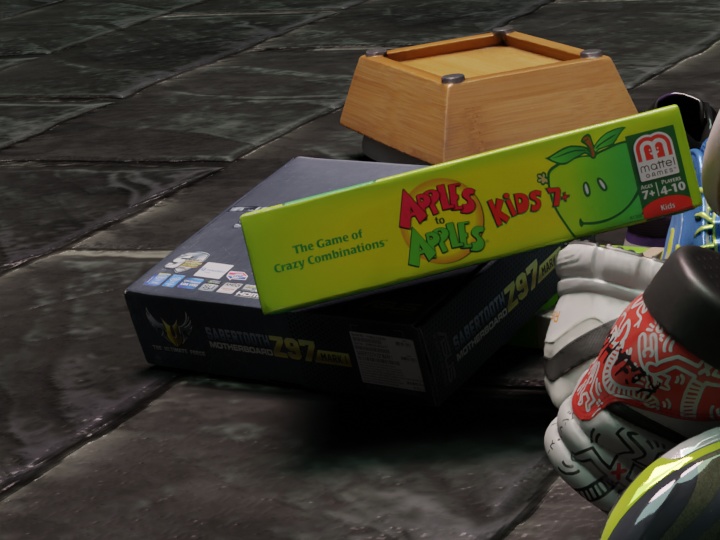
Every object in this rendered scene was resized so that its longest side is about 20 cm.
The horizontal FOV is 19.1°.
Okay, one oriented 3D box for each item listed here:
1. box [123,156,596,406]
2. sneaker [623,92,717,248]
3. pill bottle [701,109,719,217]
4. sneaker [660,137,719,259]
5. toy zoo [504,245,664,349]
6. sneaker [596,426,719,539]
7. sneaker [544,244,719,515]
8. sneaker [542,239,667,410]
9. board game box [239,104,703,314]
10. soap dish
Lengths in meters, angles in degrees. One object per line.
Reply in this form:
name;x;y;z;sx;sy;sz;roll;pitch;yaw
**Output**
box;0.000;0.000;1.120;0.199;0.051;0.158;7;33;38
sneaker;0.207;-0.069;1.288;0.075;0.088;0.200;-1;15;20
pill bottle;0.260;-0.026;0.940;0.200;0.116;0.116;36;35;27
sneaker;0.169;-0.009;1.043;0.075;0.106;0.200;-2;15;16
toy zoo;0.053;0.008;1.191;0.199;0.021;0.131;5;19;36
sneaker;0.176;0.092;0.731;0.199;0.074;0.081;-11;18;-11
sneaker;0.164;0.072;0.810;0.201;0.108;0.067;24;26;-27
sneaker;0.173;0.050;0.921;0.199;0.080;0.074;14;-8;17
board game box;0.052;-0.027;0.986;0.199;0.048;0.102;-14;-1;5
soap dish;0.090;-0.120;1.544;0.157;0.082;0.200;-11;17;-19
